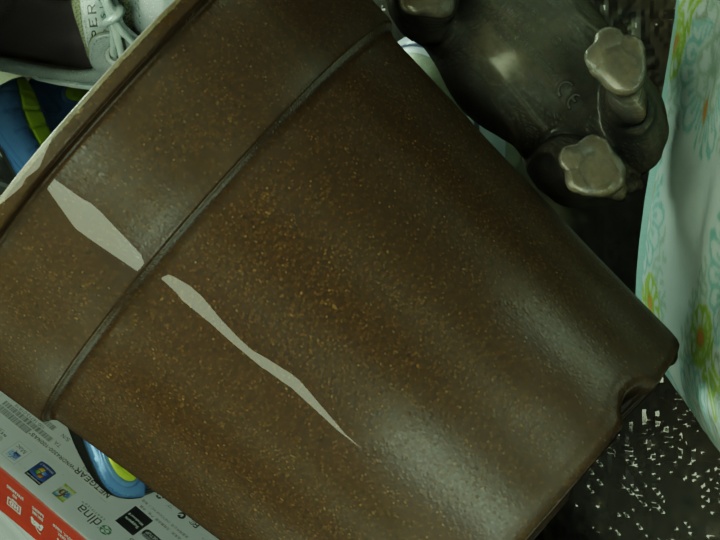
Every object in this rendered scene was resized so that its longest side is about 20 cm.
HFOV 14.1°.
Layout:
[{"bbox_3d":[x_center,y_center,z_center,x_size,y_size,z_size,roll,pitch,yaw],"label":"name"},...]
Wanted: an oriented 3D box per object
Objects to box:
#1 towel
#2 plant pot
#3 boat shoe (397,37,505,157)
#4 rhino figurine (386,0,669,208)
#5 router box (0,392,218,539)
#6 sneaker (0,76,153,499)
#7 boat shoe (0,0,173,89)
[{"bbox_3d":[0.135,-0.037,0.994,0.048,0.171,0.201,1,106,-5],"label":"towel"},{"bbox_3d":[-0.012,0.017,0.992,0.198,0.200,0.200,42,123,2],"label":"plant pot"},{"bbox_3d":[0.000,0.000,1.153,0.072,0.062,0.201,32,118,24],"label":"boat shoe"},{"bbox_3d":[0.038,-0.101,1.029,0.060,0.087,0.200,-39,76,0],"label":"rhino figurine"},{"bbox_3d":[-0.096,0.168,1.236,0.200,0.049,0.180,36,139,22],"label":"router box"},{"bbox_3d":[-0.114,0.012,1.216,0.200,0.070,0.083,66,146,31],"label":"sneaker"},{"bbox_3d":[-0.124,-0.110,1.208,0.201,0.065,0.075,9,107,32],"label":"boat shoe"}]
